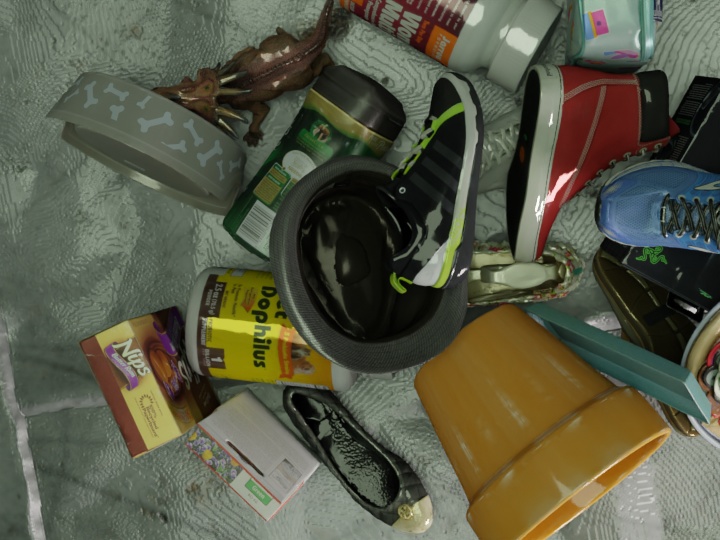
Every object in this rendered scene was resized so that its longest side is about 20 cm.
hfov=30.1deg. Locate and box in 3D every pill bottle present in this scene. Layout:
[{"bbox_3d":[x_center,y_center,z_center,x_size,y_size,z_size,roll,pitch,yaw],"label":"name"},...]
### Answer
[{"bbox_3d":[0.081,-0.254,1.258,0.200,0.110,0.110,31,98,6],"label":"pill bottle"},{"bbox_3d":[-0.062,0.058,1.301,0.200,0.109,0.109,5,95,8],"label":"pill bottle"}]

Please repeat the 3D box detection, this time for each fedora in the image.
[{"bbox_3d":[0.000,0.000,1.212,0.177,0.090,0.200,-21,84,-17],"label":"fedora"}]

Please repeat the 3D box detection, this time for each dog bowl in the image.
[{"bbox_3d":[-0.198,-0.122,1.273,0.200,0.200,0.059,25,82,6],"label":"dog bowl"}]

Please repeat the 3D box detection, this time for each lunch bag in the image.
[{"bbox_3d":[0.222,-0.259,1.190,0.077,0.200,0.161,1,92,6],"label":"lunch bag"}]

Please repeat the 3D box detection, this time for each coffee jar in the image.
[{"bbox_3d":[-0.041,-0.099,1.289,0.085,0.104,0.200,38,98,19],"label":"coffee jar"}]

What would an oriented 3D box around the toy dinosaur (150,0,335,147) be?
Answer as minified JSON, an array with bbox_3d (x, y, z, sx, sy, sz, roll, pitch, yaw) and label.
[{"bbox_3d":[-0.093,-0.187,1.276,0.200,0.136,0.086,-34,88,9],"label":"toy dinosaur"}]

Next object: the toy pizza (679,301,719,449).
[{"bbox_3d":[0.386,0.091,1.193,0.200,0.032,0.201,-1,117,-3],"label":"toy pizza"}]

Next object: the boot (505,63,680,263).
[{"bbox_3d":[0.211,-0.091,1.209,0.144,0.072,0.200,1,127,-11],"label":"boot"}]

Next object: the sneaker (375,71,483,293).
[{"bbox_3d":[0.056,-0.080,1.157,0.083,0.072,0.200,6,78,-12],"label":"sneaker"}]

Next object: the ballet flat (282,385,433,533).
[{"bbox_3d":[-0.007,0.189,1.328,0.200,0.057,0.066,44,100,3],"label":"ballet flat"}]

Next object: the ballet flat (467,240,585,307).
[{"bbox_3d":[0.116,0.003,1.293,0.200,0.064,0.076,-9,95,10],"label":"ballet flat"}]

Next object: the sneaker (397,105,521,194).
[{"bbox_3d":[0.124,-0.109,1.259,0.200,0.116,0.074,-25,88,8],"label":"sneaker"}]

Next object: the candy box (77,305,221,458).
[{"bbox_3d":[-0.196,0.102,1.279,0.056,0.200,0.117,-25,89,6],"label":"candy box"}]

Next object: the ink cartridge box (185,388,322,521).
[{"bbox_3d":[-0.106,0.179,1.270,0.109,0.200,0.050,43,99,4],"label":"ink cartridge box"}]

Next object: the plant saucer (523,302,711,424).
[{"bbox_3d":[0.235,0.080,1.225,0.019,0.200,0.070,-49,130,-11],"label":"plant saucer"}]

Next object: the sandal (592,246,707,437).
[{"bbox_3d":[0.276,0.066,1.274,0.080,0.054,0.200,-18,72,-31],"label":"sandal"}]

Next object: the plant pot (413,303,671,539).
[{"bbox_3d":[0.152,0.139,1.245,0.200,0.200,0.183,-40,71,9],"label":"plant pot"}]

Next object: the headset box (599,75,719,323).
[{"bbox_3d":[0.341,-0.049,1.224,0.174,0.093,0.200,28,98,-7],"label":"headset box"}]

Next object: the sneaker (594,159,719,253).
[{"bbox_3d":[0.298,-0.051,1.129,0.200,0.089,0.079,0,99,-2],"label":"sneaker"}]
